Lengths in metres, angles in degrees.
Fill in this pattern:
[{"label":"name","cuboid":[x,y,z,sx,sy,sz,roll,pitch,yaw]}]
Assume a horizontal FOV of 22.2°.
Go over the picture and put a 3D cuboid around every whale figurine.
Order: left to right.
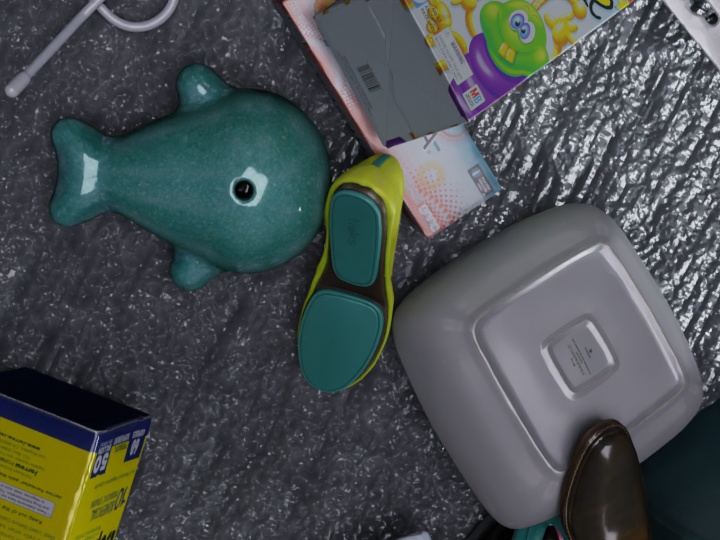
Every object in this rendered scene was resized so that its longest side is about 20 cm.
[{"label":"whale figurine","cuboid":[-0.118,-0.063,1.275,0.198,0.104,0.161,4,99,-6]}]

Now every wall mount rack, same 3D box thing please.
[{"label":"wall mount rack","cuboid":[-0.219,-0.224,1.248,0.174,0.075,0.200,-45,102,0]}]

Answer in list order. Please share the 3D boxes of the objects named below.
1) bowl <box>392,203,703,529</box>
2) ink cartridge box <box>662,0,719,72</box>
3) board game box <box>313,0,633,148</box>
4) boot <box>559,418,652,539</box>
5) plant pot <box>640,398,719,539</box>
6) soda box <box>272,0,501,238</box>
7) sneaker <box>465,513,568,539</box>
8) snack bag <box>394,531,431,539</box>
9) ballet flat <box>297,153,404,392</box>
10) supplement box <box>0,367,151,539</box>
[{"label":"bowl","cuboid":[0.144,0.063,1.320,0.199,0.075,0.201,-30,91,-17]},{"label":"ink cartridge box","cuboid":[0.293,-0.249,1.329,0.200,0.067,0.116,-42,103,-1]},{"label":"board game box","cuboid":[0.087,-0.184,1.247,0.200,0.103,0.105,-38,104,-31]},{"label":"boot","cuboid":[0.195,0.204,1.277,0.074,0.097,0.202,-21,122,-23]},{"label":"plant pot","cuboid":[0.293,0.196,1.331,0.141,0.200,0.142,-32,103,-3]},{"label":"soda box","cuboid":[0.018,-0.126,1.307,0.068,0.064,0.201,-33,103,-3]},{"label":"sneaker","cuboid":[0.114,0.255,1.369,0.120,0.084,0.202,17,88,-16]},{"label":"snack bag","cuboid":[-0.001,0.296,1.362,0.199,0.021,0.190,-23,100,15]},{"label":"ballet flat","cuboid":[0.000,0.000,1.308,0.066,0.067,0.201,20,132,10]},{"label":"supplement box","cuboid":[-0.237,0.182,1.276,0.109,0.109,0.202,19,96,12]}]
